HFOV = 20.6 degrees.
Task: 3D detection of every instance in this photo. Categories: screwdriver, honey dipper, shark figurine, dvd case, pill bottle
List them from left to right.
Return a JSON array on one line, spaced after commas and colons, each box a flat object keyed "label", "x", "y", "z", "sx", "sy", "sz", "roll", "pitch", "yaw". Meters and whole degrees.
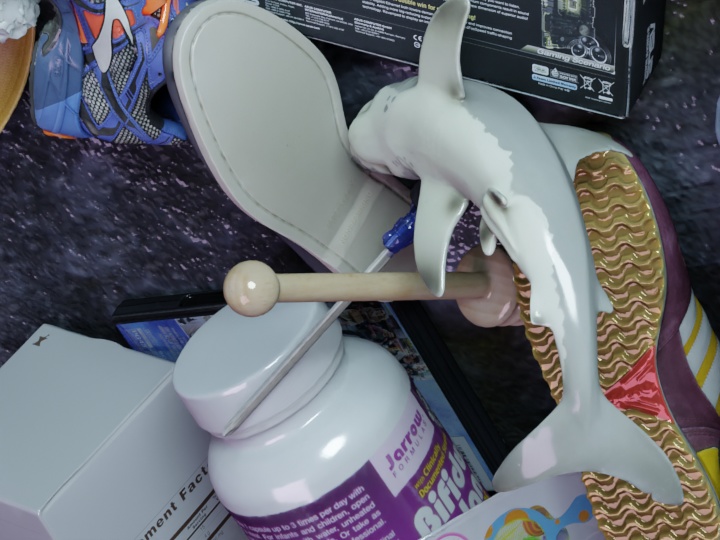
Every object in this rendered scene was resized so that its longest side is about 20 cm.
[{"label": "dvd case", "x": -0.027, "y": 0.065, "z": 1.057, "sx": 0.199, "sy": 0.018, "sz": 0.143, "roll": -6, "pitch": 126, "yaw": 39}, {"label": "pill bottle", "x": -0.006, "y": 0.105, "z": 0.980, "sx": 0.112, "sy": 0.113, "sz": 0.201, "roll": -9, "pitch": 126, "yaw": 40}, {"label": "screwdriver", "x": 0.000, "y": 0.000, "z": 0.880, "sx": 0.200, "sy": 0.028, "sz": 0.029, "roll": -43, "pitch": 97, "yaw": 13}, {"label": "honey dipper", "x": 0.019, "y": 0.008, "z": 0.843, "sx": 0.038, "sy": 0.199, "sz": 0.038, "roll": 1, "pitch": 92, "yaw": 42}, {"label": "shark figurine", "x": 0.075, "y": -0.021, "z": 0.773, "sx": 0.215, "sy": 0.089, "sz": 0.129, "roll": 61, "pitch": 144, "yaw": 34}]

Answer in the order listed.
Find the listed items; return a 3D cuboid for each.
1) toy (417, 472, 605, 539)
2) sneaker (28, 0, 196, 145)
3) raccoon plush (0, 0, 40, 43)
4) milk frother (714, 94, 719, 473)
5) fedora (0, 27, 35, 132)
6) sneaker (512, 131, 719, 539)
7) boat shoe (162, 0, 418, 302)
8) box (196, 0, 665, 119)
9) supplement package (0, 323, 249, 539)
[{"label": "toy", "x": 0.086, "y": 0.146, "z": 0.945, "sx": 0.116, "sy": 0.199, "sz": 0.047, "roll": 66, "pitch": 170, "yaw": -17}, {"label": "sneaker", "x": -0.101, "y": -0.128, "z": 0.878, "sx": 0.078, "sy": 0.076, "sz": 0.201, "roll": 17, "pitch": 147, "yaw": 5}, {"label": "raccoon plush", "x": -0.158, "y": -0.203, "z": 0.831, "sx": 0.133, "sy": 0.097, "sz": 0.200, "roll": -15, "pitch": 135, "yaw": 33}, {"label": "milk frother", "x": 0.245, "y": 0.021, "z": 0.755, "sx": 0.198, "sy": 0.181, "sz": 0.189, "roll": -16, "pitch": 133, "yaw": -7}, {"label": "fedora", "x": -0.250, "y": -0.111, "z": 0.927, "sx": 0.199, "sy": 0.082, "sz": 0.202, "roll": 3, "pitch": 119, "yaw": 5}, {"label": "sneaker", "x": 0.124, "y": 0.033, "z": 0.883, "sx": 0.074, "sy": 0.090, "sz": 0.202, "roll": -9, "pitch": 99, "yaw": 26}, {"label": "boat shoe", "x": -0.038, "y": -0.052, "z": 0.875, "sx": 0.062, "sy": 0.073, "sz": 0.200, "roll": 23, "pitch": 165, "yaw": 40}, {"label": "box", "x": 0.022, "y": -0.155, "z": 0.775, "sx": 0.199, "sy": 0.044, "sz": 0.161, "roll": 16, "pitch": 138, "yaw": 20}, {"label": "supplement package", "x": -0.140, "y": 0.150, "z": 1.126, "sx": 0.121, "sy": 0.120, "sz": 0.201, "roll": 13, "pitch": 139, "yaw": 41}]
